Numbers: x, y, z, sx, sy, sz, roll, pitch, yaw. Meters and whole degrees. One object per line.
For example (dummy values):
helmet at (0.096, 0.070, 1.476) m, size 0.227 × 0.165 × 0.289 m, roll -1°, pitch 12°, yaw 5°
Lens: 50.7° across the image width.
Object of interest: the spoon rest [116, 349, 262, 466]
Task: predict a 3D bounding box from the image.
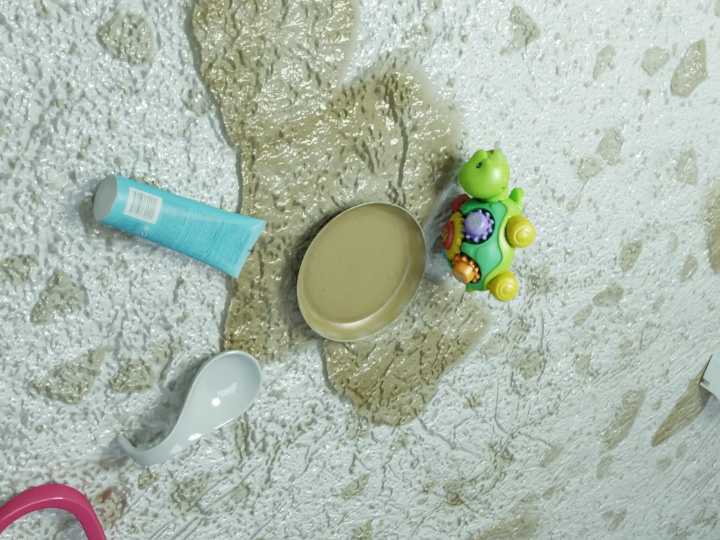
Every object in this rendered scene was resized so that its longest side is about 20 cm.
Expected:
spoon rest at (-0.209, 0.178, 0.957) m, size 0.199 × 0.061 × 0.100 m, roll -37°, pitch 129°, yaw -9°

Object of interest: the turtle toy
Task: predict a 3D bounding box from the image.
turtle toy at (0.165, -0.063, 1.024) m, size 0.099 × 0.146 × 0.204 m, roll 8°, pitch 112°, yaw -11°

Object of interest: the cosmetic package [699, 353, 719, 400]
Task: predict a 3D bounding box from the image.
cosmetic package at (0.830, 0.232, 1.605) m, size 0.197 × 0.113 × 0.083 m, roll 1°, pitch 116°, yaw -34°

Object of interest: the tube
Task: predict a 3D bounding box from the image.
tube at (-0.197, -0.050, 0.852) m, size 0.198 × 0.050 × 0.078 m, roll 22°, pitch 107°, yaw -43°

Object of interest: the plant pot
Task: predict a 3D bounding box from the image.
plant pot at (0.000, 0.000, 1.013) m, size 0.197 × 0.027 × 0.204 m, roll -14°, pitch 121°, yaw -25°

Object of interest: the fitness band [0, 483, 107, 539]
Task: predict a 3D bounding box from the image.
fitness band at (-0.395, 0.355, 0.955) m, size 0.142 × 0.037 × 0.203 m, roll -23°, pitch 126°, yaw -23°
